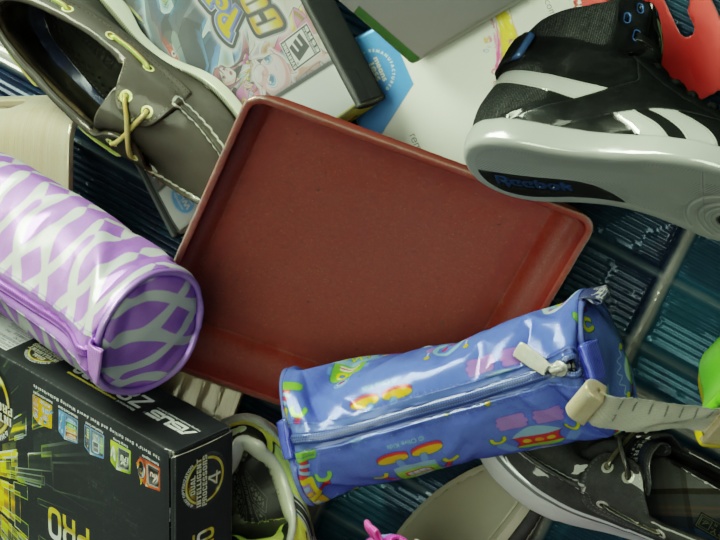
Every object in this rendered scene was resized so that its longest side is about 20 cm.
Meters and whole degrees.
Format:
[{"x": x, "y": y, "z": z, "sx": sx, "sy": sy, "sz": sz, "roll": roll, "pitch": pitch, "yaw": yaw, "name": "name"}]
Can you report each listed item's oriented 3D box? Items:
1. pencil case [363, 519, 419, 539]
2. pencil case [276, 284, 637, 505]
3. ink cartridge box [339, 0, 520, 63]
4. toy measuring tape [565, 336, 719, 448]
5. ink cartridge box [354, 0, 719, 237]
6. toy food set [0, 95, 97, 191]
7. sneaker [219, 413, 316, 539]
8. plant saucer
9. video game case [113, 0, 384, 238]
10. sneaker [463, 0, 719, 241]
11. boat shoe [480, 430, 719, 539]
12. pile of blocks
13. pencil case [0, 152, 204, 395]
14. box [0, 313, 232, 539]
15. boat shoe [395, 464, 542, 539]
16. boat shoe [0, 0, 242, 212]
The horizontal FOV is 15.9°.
[{"x": 0.080, "y": 0.204, "z": 1.397, "sx": 0.199, "sy": 0.088, "sz": 0.089, "roll": 19, "pitch": 100, "yaw": -18, "name": "pencil case"}, {"x": 0.050, "y": 0.069, "z": 1.381, "sx": 0.199, "sy": 0.087, "sz": 0.079, "roll": -15, "pitch": 81, "yaw": 17, "name": "pencil case"}, {"x": -0.001, "y": -0.234, "z": 1.368, "sx": 0.084, "sy": 0.145, "sz": 0.201, "roll": -29, "pitch": 61, "yaw": 16, "name": "ink cartridge box"}, {"x": 0.185, "y": 0.056, "z": 1.362, "sx": 0.073, "sy": 0.199, "sz": 0.074, "roll": -16, "pitch": 71, "yaw": 56, "name": "toy measuring tape"}, {"x": 0.097, "y": -0.112, "z": 1.419, "sx": 0.199, "sy": 0.067, "sz": 0.117, "roll": -26, "pitch": 86, "yaw": 17, "name": "ink cartridge box"}, {"x": -0.216, "y": -0.004, "z": 1.535, "sx": 0.143, "sy": 0.060, "sz": 0.202, "roll": 1, "pitch": 93, "yaw": 28, "name": "toy food set"}, {"x": -0.053, "y": 0.178, "z": 1.418, "sx": 0.075, "sy": 0.076, "sz": 0.201, "roll": -17, "pitch": 84, "yaw": -1, "name": "sneaker"}, {"x": 0.000, "y": 0.000, "z": 1.409, "sx": 0.198, "sy": 0.037, "sz": 0.201, "roll": 20, "pitch": 129, "yaw": -10, "name": "plant saucer"}, {"x": -0.093, "y": -0.144, "z": 1.459, "sx": 0.180, "sy": 0.025, "sz": 0.201, "roll": -32, "pitch": 83, "yaw": 43, "name": "video game case"}, {"x": 0.160, "y": -0.085, "z": 1.312, "sx": 0.199, "sy": 0.073, "sz": 0.112, "roll": 12, "pitch": 62, "yaw": 16, "name": "sneaker"}, {"x": 0.158, "y": 0.117, "z": 1.403, "sx": 0.199, "sy": 0.066, "sz": 0.070, "roll": 30, "pitch": 57, "yaw": 11, "name": "boat shoe"}, {"x": -0.091, "y": 0.131, "z": 1.493, "sx": 0.081, "sy": 0.062, "sz": 0.202, "roll": -6, "pitch": 84, "yaw": 0, "name": "pile of blocks"}, {"x": -0.175, "y": -0.003, "z": 1.410, "sx": 0.199, "sy": 0.085, "sz": 0.084, "roll": 27, "pitch": 119, "yaw": 37, "name": "pencil case"}, {"x": -0.152, "y": 0.127, "z": 1.433, "sx": 0.199, "sy": 0.049, "sz": 0.162, "roll": 26, "pitch": 126, "yaw": 39, "name": "box"}, {"x": 0.043, "y": 0.192, "z": 1.473, "sx": 0.063, "sy": 0.073, "sz": 0.200, "roll": 35, "pitch": 100, "yaw": -32, "name": "boat shoe"}, {"x": -0.131, "y": -0.095, "z": 1.449, "sx": 0.201, "sy": 0.060, "sz": 0.072, "roll": 43, "pitch": 129, "yaw": 23, "name": "boat shoe"}]
